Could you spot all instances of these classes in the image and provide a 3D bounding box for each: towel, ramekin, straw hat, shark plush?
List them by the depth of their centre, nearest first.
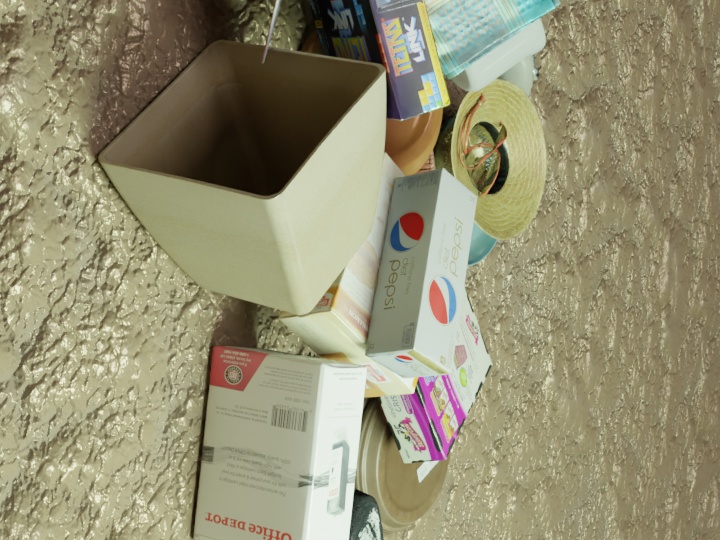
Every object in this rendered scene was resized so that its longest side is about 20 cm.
[{"bbox_3d":[0.099,-0.308,1.330,0.200,0.146,0.022,54,8,-30],"label":"towel"},{"bbox_3d":[0.105,-0.295,1.463,0.098,0.201,0.201,-40,135,-3],"label":"ramekin"},{"bbox_3d":[0.136,-0.135,1.579,0.200,0.085,0.203,-2,92,-50],"label":"straw hat"},{"bbox_3d":[0.211,-0.278,1.731,0.201,0.090,0.084,57,20,-36],"label":"shark plush"}]

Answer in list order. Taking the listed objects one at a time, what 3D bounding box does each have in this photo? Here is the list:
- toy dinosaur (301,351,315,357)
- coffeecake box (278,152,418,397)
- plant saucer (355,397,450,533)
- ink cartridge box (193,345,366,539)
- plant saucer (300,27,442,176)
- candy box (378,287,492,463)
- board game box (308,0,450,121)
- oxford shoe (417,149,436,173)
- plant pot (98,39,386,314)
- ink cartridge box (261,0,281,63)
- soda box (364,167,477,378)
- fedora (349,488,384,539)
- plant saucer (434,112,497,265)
[{"bbox_3d":[-0.026,0.133,1.459,0.200,0.058,0.102,-51,134,-38],"label":"toy dinosaur"},{"bbox_3d":[0.014,0.006,1.372,0.154,0.073,0.201,46,49,-37],"label":"coffeecake box"},{"bbox_3d":[0.058,0.224,1.617,0.199,0.029,0.202,-12,104,-55],"label":"plant saucer"},{"bbox_3d":[-0.080,0.184,1.312,0.085,0.145,0.202,9,88,-55],"label":"ink cartridge box"},{"bbox_3d":[0.018,-0.189,1.437,0.199,0.037,0.202,-1,91,-37],"label":"plant saucer"},{"bbox_3d":[0.086,0.114,1.566,0.200,0.061,0.137,-53,128,-53],"label":"candy box"},{"bbox_3d":[0.008,-0.237,1.279,0.056,0.200,0.167,-19,104,-14],"label":"board game box"},{"bbox_3d":[0.059,-0.097,1.552,0.074,0.070,0.202,-40,130,-71],"label":"oxford shoe"},{"bbox_3d":[-0.090,-0.076,1.234,0.200,0.198,0.178,-52,143,-37],"label":"plant pot"},{"bbox_3d":[-0.077,-0.324,1.240,0.201,0.043,0.174,-81,-171,-47],"label":"ink cartridge box"},{"bbox_3d":[0.063,0.003,1.325,0.068,0.063,0.202,33,58,-43],"label":"soda box"},{"bbox_3d":[-0.030,0.306,1.440,0.200,0.091,0.202,-20,114,-53],"label":"fedora"},{"bbox_3d":[0.132,-0.107,1.673,0.200,0.027,0.202,-13,106,-54],"label":"plant saucer"}]
